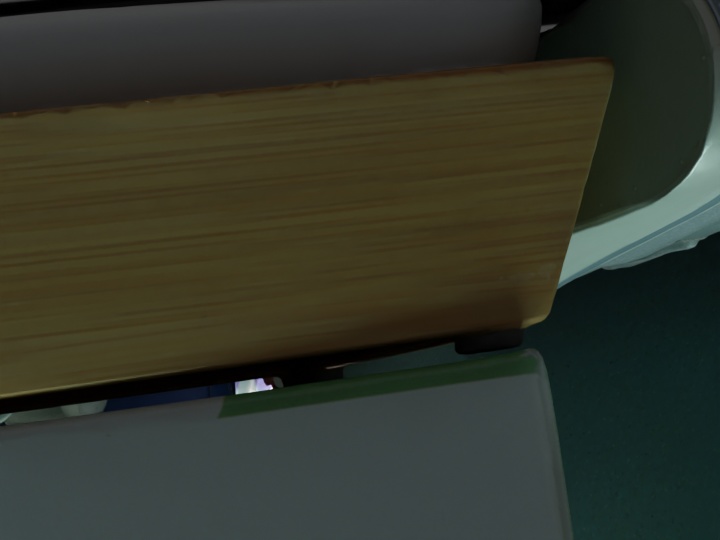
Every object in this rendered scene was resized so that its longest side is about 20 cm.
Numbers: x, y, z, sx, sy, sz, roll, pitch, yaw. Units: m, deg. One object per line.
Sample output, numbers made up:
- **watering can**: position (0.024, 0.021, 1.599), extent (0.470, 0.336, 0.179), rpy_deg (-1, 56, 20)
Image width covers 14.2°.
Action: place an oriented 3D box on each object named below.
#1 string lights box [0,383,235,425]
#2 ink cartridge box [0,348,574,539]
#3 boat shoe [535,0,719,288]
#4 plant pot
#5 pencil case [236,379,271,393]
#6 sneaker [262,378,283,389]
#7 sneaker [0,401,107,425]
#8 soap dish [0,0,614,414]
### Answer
- **string lights box**: position (-0.091, 0.053, 0.912), extent (0.103, 0.059, 0.200), rpy_deg (-9, -153, 2)
- **ink cartridge box**: position (-0.053, 0.079, 0.685), extent (0.145, 0.088, 0.200), rpy_deg (-8, 176, -22)
- **boat shoe**: position (0.062, -0.027, 0.706), extent (0.071, 0.070, 0.201), rpy_deg (-2, 172, -25)
- **plant pot**: position (0.091, 0.041, 0.793), extent (0.200, 0.141, 0.141), rpy_deg (19, 170, 39)
- **pencil case**: position (0.015, 0.026, 1.292), extent (0.200, 0.086, 0.084), rpy_deg (-8, -178, -15)
- **sneaker**: position (0.000, 0.000, 0.935), extent (0.082, 0.078, 0.200), rpy_deg (-10, 176, 7)
- **sneaker**: position (-0.128, 0.009, 0.781), extent (0.070, 0.080, 0.200), rpy_deg (-9, 172, 35)
- **soap dish**: position (-0.062, -0.008, 0.655), extent (0.200, 0.081, 0.157), rpy_deg (-7, 176, -25)
